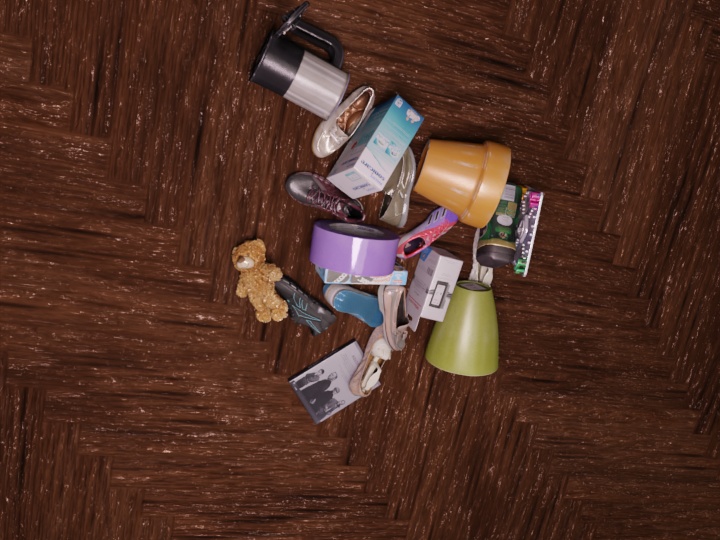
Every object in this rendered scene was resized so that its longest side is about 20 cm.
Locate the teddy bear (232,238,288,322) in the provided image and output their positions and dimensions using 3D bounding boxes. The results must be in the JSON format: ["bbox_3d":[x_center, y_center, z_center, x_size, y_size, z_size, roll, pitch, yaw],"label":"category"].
[{"bbox_3d":[-0.236,0.031,1.412,0.067,0.145,0.201,-30,122,-43],"label":"teddy bear"}]

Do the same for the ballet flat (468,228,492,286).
[{"bbox_3d":[0.325,-0.024,1.582,0.071,0.072,0.201,2,105,-16],"label":"ballet flat"}]

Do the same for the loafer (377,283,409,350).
[{"bbox_3d":[0.090,0.118,1.501,0.063,0.072,0.201,4,126,27],"label":"loafer"}]

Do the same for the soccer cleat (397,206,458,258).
[{"bbox_3d":[0.170,-0.092,1.513,0.200,0.073,0.068,-33,112,-4],"label":"soccer cleat"}]

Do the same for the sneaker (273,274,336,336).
[{"bbox_3d":[-0.149,0.084,1.475,0.200,0.075,0.079,41,94,-22],"label":"sneaker"}]

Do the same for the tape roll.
[{"bbox_3d":[-0.015,-0.054,1.405,0.199,0.200,0.085,6,103,-17],"label":"tape roll"}]

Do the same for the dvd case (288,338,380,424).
[{"bbox_3d":[-0.065,0.287,1.584,0.200,0.025,0.151,-31,111,-7],"label":"dvd case"}]

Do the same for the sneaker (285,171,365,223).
[{"bbox_3d":[-0.070,-0.163,1.402,0.199,0.116,0.076,20,100,-20],"label":"sneaker"}]

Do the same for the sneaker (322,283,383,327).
[{"bbox_3d":[-0.006,0.078,1.517,0.200,0.081,0.077,29,95,-41],"label":"sneaker"}]

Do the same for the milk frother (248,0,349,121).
[{"bbox_3d":[-0.106,-0.433,1.271,0.188,0.200,0.181,23,95,-21],"label":"milk frother"}]

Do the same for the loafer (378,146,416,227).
[{"bbox_3d":[0.083,-0.201,1.456,0.069,0.075,0.201,2,102,-16],"label":"loafer"}]

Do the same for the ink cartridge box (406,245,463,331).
[{"bbox_3d":[0.175,0.049,1.533,0.068,0.116,0.201,14,102,-18],"label":"ink cartridge box"}]

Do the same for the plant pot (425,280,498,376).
[{"bbox_3d":[0.267,0.133,1.544,0.186,0.187,0.201,1,106,-16],"label":"plant pot"}]

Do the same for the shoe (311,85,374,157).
[{"bbox_3d":[-0.039,-0.339,1.393,0.070,0.053,0.200,39,93,-22],"label":"shoe"}]

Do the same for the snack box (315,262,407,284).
[{"bbox_3d":[0.000,0.000,1.470,0.199,0.116,0.037,2,105,-17],"label":"snack box"}]

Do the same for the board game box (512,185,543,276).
[{"bbox_3d":[0.396,-0.104,1.512,0.026,0.200,0.201,9,103,2],"label":"board game box"}]

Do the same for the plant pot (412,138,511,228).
[{"bbox_3d":[0.227,-0.221,1.441,0.183,0.200,0.201,17,101,-4],"label":"plant pot"}]

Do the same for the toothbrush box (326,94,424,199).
[{"bbox_3d":[0.031,-0.268,1.355,0.085,0.146,0.200,35,75,-21],"label":"toothbrush box"}]

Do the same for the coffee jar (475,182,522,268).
[{"bbox_3d":[0.339,-0.108,1.505,0.085,0.104,0.201,11,79,-7],"label":"coffee jar"}]

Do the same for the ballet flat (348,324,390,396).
[{"bbox_3d":[0.040,0.230,1.554,0.068,0.067,0.201,27,84,-30],"label":"ballet flat"}]
